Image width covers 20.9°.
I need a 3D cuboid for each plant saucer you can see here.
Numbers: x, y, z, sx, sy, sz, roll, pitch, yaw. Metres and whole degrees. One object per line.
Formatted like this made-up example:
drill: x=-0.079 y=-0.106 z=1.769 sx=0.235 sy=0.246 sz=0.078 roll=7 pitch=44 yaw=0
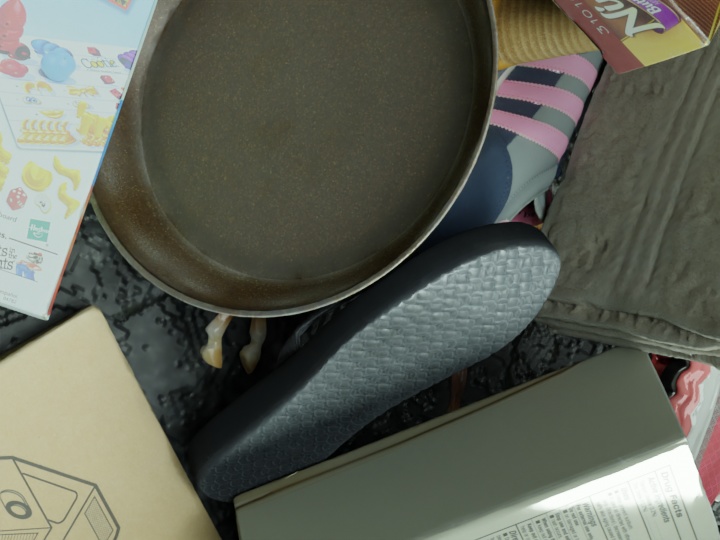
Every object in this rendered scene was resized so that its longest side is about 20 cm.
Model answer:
plant saucer: x=-0.030 y=-0.076 z=0.832 sx=0.032 sy=0.200 sz=0.200 roll=26 pitch=83 yaw=-63

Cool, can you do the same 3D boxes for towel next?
towel: x=0.157 y=-0.055 z=0.862 sx=0.034 sy=0.132 sz=0.200 roll=33 pitch=76 yaw=-45

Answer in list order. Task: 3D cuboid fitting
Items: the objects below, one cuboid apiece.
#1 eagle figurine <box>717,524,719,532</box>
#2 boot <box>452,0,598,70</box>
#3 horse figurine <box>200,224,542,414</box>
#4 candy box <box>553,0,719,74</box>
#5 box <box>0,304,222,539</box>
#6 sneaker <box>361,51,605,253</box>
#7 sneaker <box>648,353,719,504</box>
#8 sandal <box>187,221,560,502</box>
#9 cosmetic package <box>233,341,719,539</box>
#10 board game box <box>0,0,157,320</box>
eagle figurine: x=0.187 y=0.225 z=0.935 sx=0.151 sy=0.152 sz=0.200 roll=-35 pitch=150 yaw=-30
boot: x=0.064 y=-0.179 z=0.878 sx=0.071 sy=0.144 sz=0.201 roll=48 pitch=51 yaw=-52
horse figurine: x=0.000 y=0.000 z=0.906 sx=0.200 sy=0.050 sz=0.133 roll=24 pitch=91 yaw=-26
candy box: x=0.125 y=-0.193 z=0.793 sx=0.117 sy=0.056 sz=0.200 roll=43 pitch=60 yaw=-23
box: x=-0.167 y=0.133 z=0.862 sx=0.200 sy=0.021 sz=0.164 roll=-31 pitch=106 yaw=-17
sneaker: x=0.072 y=-0.069 z=0.905 sx=0.200 sy=0.070 sz=0.082 roll=-46 pitch=122 yaw=-34
sneaker: x=0.170 y=0.090 z=0.975 sx=0.087 sy=0.074 sz=0.200 roll=20 pitch=89 yaw=-28
sandal: x=-0.004 y=0.033 z=0.843 sx=0.200 sy=0.043 sz=0.076 roll=-36 pitch=145 yaw=25
cosmetic package: x=0.055 y=0.121 z=0.874 sx=0.200 sy=0.073 sz=0.104 roll=-22 pitch=128 yaw=3
board game box: x=-0.147 y=-0.092 z=0.796 sx=0.105 sy=0.103 sz=0.200 roll=20 pitch=88 yaw=-13
